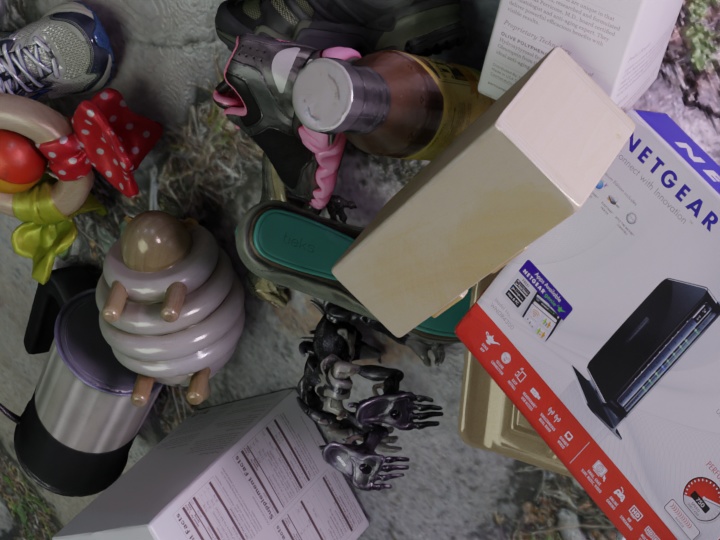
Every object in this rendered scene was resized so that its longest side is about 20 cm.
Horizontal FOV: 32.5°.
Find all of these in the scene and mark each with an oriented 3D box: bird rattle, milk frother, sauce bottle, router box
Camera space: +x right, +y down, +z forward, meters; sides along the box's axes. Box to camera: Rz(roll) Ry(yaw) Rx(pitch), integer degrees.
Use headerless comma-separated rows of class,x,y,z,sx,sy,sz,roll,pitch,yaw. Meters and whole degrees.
bird rattle,-0.267,-0.084,1.023,0.161,0.114,0.200,23,147,-17
milk frother,-0.298,0.115,1.145,0.180,0.199,0.189,43,135,11
sauce bottle,0.028,-0.100,0.751,0.064,0.199,0.066,2,94,27
router box,0.173,0.042,0.703,0.200,0.049,0.180,50,120,25

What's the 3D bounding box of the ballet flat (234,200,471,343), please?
ballet flat,0.000,0.000,0.915,0.198,0.068,0.064,22,169,-14

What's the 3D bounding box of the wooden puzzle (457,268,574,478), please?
wooden puzzle,0.166,0.046,0.784,0.198,0.046,0.188,12,107,27

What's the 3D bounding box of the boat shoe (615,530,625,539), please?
boat shoe,0.272,0.166,0.830,0.197,0.071,0.073,-4,103,17

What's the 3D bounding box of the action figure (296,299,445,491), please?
action figure,0.005,0.088,0.950,0.101,0.200,0.120,17,108,-18

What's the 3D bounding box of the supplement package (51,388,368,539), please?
supplement package,-0.128,0.230,1.085,0.151,0.200,0.152,-17,107,43

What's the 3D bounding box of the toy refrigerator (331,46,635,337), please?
toy refrigerator,0.067,-0.036,0.718,0.070,0.076,0.200,43,145,-5

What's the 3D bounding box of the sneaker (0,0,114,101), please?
sneaker,-0.286,-0.165,1.033,0.198,0.085,0.078,-9,112,40

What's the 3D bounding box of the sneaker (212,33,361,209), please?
sneaker,-0.051,-0.105,0.834,0.094,0.080,0.200,16,164,3

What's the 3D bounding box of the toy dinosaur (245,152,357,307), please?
toy dinosaur,-0.053,-0.036,0.967,0.088,0.047,0.202,29,129,28

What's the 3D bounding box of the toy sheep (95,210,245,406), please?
toy sheep,-0.158,0.036,1.033,0.136,0.138,0.202,19,134,27

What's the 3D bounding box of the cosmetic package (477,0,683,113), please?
cosmetic package,0.141,-0.186,0.673,0.084,0.108,0.202,27,130,19

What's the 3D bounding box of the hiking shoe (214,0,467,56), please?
hiking shoe,-0.016,-0.192,0.829,0.198,0.075,0.102,5,104,33
